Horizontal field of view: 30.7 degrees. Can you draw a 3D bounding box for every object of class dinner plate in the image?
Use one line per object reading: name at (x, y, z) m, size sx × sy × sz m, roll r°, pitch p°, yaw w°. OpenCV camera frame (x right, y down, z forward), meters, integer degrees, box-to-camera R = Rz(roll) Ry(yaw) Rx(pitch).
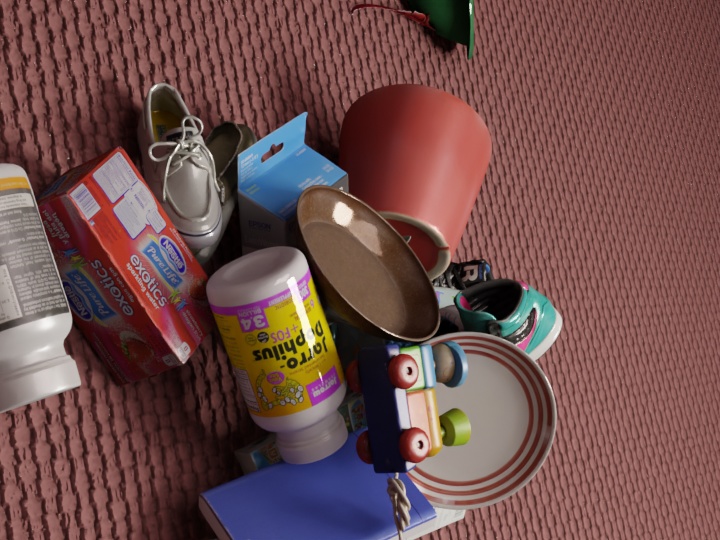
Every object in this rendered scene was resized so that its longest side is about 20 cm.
dinner plate at (0.108, 0.158, 1.387) m, size 0.201 × 0.199 × 0.024 m, roll 57°, pitch 6°, yaw -17°

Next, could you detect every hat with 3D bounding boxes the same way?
hat at (0.074, -0.391, 1.903) m, size 0.200 × 0.173 × 0.168 m, roll 82°, pitch 4°, yaw -67°

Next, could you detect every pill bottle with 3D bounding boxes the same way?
pill bottle at (-0.317, 0.018, 1.134) m, size 0.116 × 0.116 × 0.202 m, roll -15°, pitch 87°, yaw -53°
pill bottle at (-0.075, 0.086, 1.295) m, size 0.104 × 0.103 × 0.202 m, roll -44°, pitch 122°, yaw -51°

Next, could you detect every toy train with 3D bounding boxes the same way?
toy train at (0.063, 0.170, 1.299) m, size 0.115 × 0.084 × 0.203 m, roll -7°, pitch 87°, yaw -39°

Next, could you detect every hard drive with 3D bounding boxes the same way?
hard drive at (-0.041, 0.236, 1.292) m, size 0.198 × 0.026 × 0.132 m, roll -18°, pitch 47°, yaw -30°

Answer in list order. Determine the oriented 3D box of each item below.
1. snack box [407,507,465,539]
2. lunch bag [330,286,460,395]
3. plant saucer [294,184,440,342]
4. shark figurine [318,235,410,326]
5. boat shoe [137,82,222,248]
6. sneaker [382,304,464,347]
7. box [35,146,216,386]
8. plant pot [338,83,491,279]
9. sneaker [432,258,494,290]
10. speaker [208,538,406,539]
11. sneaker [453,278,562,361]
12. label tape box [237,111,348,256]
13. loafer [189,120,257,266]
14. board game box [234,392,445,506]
snack box at (0.092, 0.214, 1.537) m, size 0.115 × 0.037 × 0.202 m, roll -11°, pitch 121°, yaw -44°
lunch bag at (0.053, 0.122, 1.566) m, size 0.169 × 0.121 × 0.203 m, roll 9°, pitch 73°, yaw -50°
plant saucer at (0.000, 0.000, 1.356) m, size 0.200 × 0.037 × 0.202 m, roll 35°, pitch 30°, yaw -24°
shark figurine at (-0.021, 0.032, 1.433) m, size 0.214 × 0.089 × 0.130 m, roll -26°, pitch 125°, yaw -55°
boat shoe at (-0.183, -0.119, 1.333) m, size 0.074 × 0.087 × 0.203 m, roll -5°, pitch 49°, yaw -17°
sneaker at (0.096, 0.072, 1.502) m, size 0.198 × 0.076 × 0.087 m, roll 11°, pitch 26°, yaw -36°
box at (-0.232, -0.002, 1.270) m, size 0.201 × 0.095 × 0.100 m, roll 58°, pitch 37°, yaw -18°
plant pot at (0.053, -0.095, 1.594) m, size 0.200 × 0.199 × 0.179 m, roll 41°, pitch 46°, yaw -33°
sneaker at (0.102, 0.003, 1.685) m, size 0.199 × 0.111 × 0.074 m, roll 26°, pitch 54°, yaw -44°
speaker at (-0.056, 0.292, 1.307) m, size 0.197 × 0.081 × 0.082 m, roll -6°, pitch 78°, yaw -19°
sneaker at (0.128, 0.086, 1.417) m, size 0.200 × 0.083 × 0.121 m, roll -49°, pitch 130°, yaw -11°
label tape box at (-0.071, -0.055, 1.460) m, size 0.143 × 0.065 × 0.202 m, roll -41°, pitch 138°, yaw -51°
loafer at (-0.168, -0.094, 1.411) m, size 0.070 × 0.075 × 0.202 m, roll 47°, pitch 43°, yaw -34°
board game box at (-0.016, 0.219, 1.408) m, size 0.198 × 0.064 × 0.149 m, roll -25°, pitch 95°, yaw -23°
